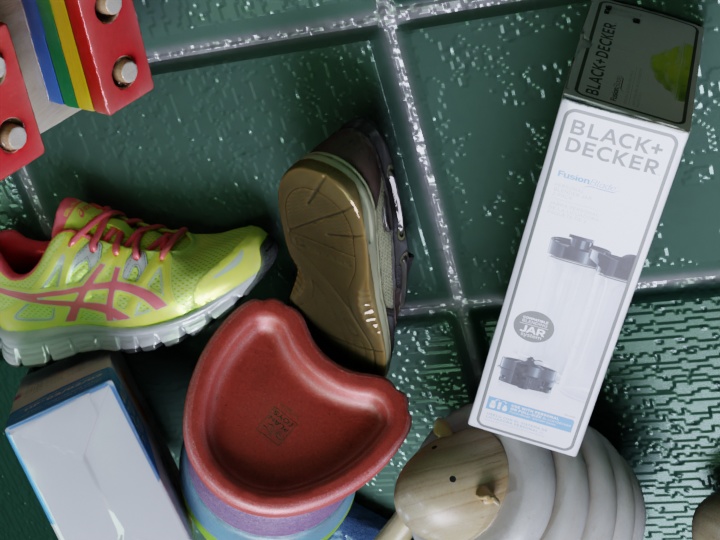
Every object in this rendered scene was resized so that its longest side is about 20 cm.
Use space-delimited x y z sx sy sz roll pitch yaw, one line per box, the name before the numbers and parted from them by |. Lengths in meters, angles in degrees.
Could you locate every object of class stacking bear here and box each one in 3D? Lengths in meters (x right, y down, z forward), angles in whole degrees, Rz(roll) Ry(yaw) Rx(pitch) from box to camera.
stacking bear | -0.054 0.125 0.875 0.121 0.114 0.200 36 154 12

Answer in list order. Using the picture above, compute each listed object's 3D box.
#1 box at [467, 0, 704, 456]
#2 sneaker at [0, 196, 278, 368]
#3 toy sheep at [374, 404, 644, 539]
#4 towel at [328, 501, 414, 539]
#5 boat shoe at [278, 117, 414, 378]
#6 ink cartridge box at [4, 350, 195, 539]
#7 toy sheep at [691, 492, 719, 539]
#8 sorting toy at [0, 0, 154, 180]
box | 0.113 -0.020 0.738 0.060 0.117 0.201 16 125 6
sneaker | -0.144 -0.003 0.857 0.198 0.078 0.091 -13 108 21
toy sheep | 0.094 0.142 0.831 0.137 0.139 0.199 -31 146 31
towel | 0.043 0.237 0.972 0.199 0.049 0.112 32 125 -4
boat shoe | 0.000 0.000 0.817 0.073 0.065 0.201 29 148 20
ink cartridge box | -0.156 0.112 0.887 0.067 0.200 0.116 -25 100 -6
toy sheep | 0.278 0.180 0.810 0.199 0.138 0.139 25 128 22
sorting toy | -0.184 -0.142 0.692 0.069 0.200 0.200 16 130 36
